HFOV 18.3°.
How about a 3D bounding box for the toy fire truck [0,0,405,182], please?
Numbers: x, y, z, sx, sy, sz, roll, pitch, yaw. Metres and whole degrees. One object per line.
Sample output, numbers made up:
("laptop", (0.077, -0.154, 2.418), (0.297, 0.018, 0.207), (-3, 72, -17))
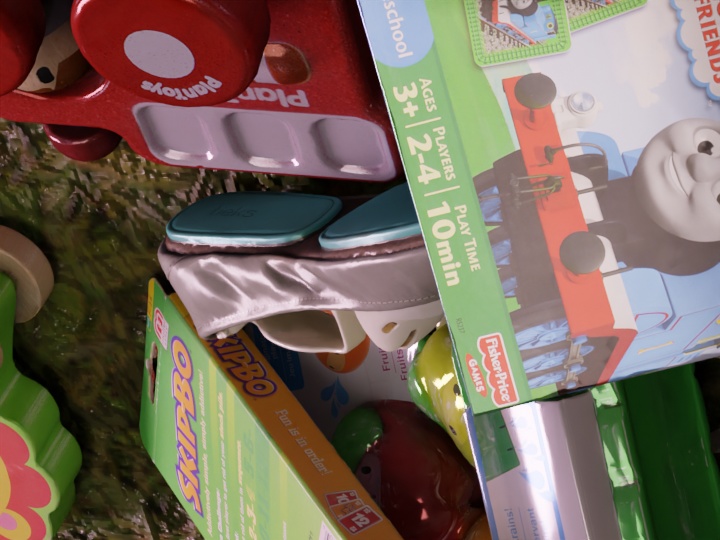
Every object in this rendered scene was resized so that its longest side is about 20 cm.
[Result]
("toy fire truck", (-0.087, -0.091, 0.825), (0.199, 0.113, 0.168), (3, 146, 16))

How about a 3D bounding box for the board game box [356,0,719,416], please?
("board game box", (0.112, -0.051, 0.704), (0.199, 0.037, 0.152), (-15, 101, 8))

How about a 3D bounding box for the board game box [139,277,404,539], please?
("board game box", (-0.039, 0.092, 0.913), (0.200, 0.030, 0.096), (47, 142, 39))

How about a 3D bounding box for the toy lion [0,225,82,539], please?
("toy lion", (-0.220, 0.050, 1.003), (0.199, 0.069, 0.192), (21, 136, 7))

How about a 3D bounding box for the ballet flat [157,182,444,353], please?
("ballet flat", (0.000, 0.000, 0.840), (0.200, 0.067, 0.064), (-2, 116, 50))

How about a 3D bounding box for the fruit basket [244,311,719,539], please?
("fruit basket", (0.041, 0.089, 0.877), (0.199, 0.094, 0.186), (-11, 92, 33))

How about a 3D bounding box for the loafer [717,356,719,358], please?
("loafer", (0.157, 0.005, 0.800), (0.199, 0.076, 0.067), (24, 173, -21))

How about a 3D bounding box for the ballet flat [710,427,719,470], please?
("ballet flat", (0.198, 0.087, 0.858), (0.199, 0.068, 0.069), (-1, 116, 22))
